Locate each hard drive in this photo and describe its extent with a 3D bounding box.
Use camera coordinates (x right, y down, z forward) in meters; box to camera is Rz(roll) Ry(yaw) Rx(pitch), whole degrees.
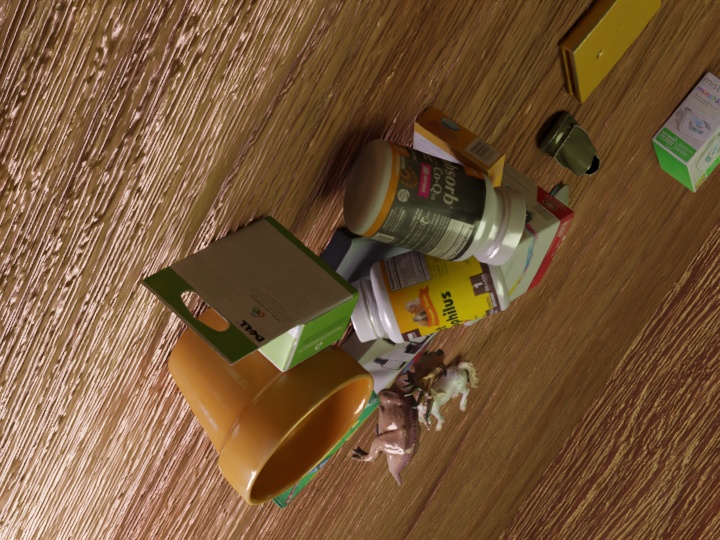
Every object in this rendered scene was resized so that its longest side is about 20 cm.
[{"bbox_3d":[0.000,0.000,1.704,0.200,0.033,0.140,-13,137,-59],"label":"hard drive"}]

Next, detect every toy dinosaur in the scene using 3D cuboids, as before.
[{"bbox_3d":[0.059,0.214,1.792,0.086,0.135,0.202,-8,97,-51],"label":"toy dinosaur"}]

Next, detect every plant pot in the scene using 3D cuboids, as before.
[{"bbox_3d":[-0.116,0.133,1.467,0.200,0.183,0.201,-41,161,-17],"label":"plant pot"}]

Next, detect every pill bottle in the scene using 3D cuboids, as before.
[{"bbox_3d":[0.084,0.026,1.634,0.199,0.110,0.109,-18,158,5],"label":"pill bottle"},{"bbox_3d":[0.088,-0.076,1.513,0.199,0.117,0.117,15,122,-20],"label":"pill bottle"}]

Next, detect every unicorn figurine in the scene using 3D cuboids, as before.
[{"bbox_3d":[0.147,0.238,2.354,0.200,0.073,0.138,-56,154,-30],"label":"unicorn figurine"}]

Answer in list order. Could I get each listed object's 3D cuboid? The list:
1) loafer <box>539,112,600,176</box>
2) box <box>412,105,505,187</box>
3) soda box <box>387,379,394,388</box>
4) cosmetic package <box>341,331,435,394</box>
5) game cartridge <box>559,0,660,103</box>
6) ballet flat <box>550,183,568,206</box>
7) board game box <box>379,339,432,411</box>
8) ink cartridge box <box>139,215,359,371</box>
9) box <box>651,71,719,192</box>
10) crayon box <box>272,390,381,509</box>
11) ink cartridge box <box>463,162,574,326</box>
[{"bbox_3d":[0.344,-0.195,2.027,0.075,0.070,0.200,-55,159,11],"label":"loafer"},{"bbox_3d":[0.122,-0.111,1.648,0.041,0.119,0.200,-45,159,-22],"label":"box"},{"bbox_3d":[0.033,0.116,1.917,0.068,0.064,0.201,-20,143,-53],"label":"soda box"},{"bbox_3d":[0.022,0.120,1.825,0.082,0.051,0.200,17,128,-33],"label":"cosmetic package"},{"bbox_3d":[0.370,-0.362,1.871,0.200,0.032,0.176,-51,159,-5],"label":"game cartridge"},{"bbox_3d":[0.322,-0.055,2.222,0.201,0.064,0.067,-57,158,15],"label":"ballet flat"},{"bbox_3d":[0.092,0.134,2.040,0.201,0.019,0.103,-58,173,-21],"label":"board game box"},{"bbox_3d":[-0.123,0.040,1.362,0.199,0.148,0.076,-29,150,-43],"label":"ink cartridge box"},{"bbox_3d":[0.679,-0.275,2.544,0.177,0.097,0.200,-49,158,2],"label":"box"},{"bbox_3d":[-0.083,0.211,1.746,0.200,0.119,0.058,-46,137,-11],"label":"crayon box"},{"bbox_3d":[0.181,-0.042,1.844,0.200,0.145,0.145,-27,149,-47],"label":"ink cartridge box"}]
